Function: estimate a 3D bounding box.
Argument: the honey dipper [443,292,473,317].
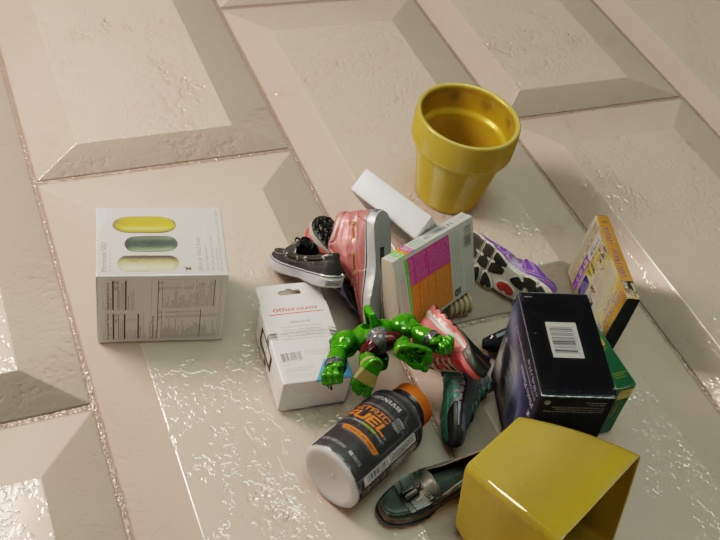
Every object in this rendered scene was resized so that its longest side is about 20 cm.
[{"bbox_3d":[0.098,0.076,1.716,0.197,0.038,0.038,-14,50,-20],"label":"honey dipper"}]

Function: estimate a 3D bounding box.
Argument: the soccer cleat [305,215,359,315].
[{"bbox_3d":[-0.031,0.003,1.737,0.068,0.073,0.201,-26,76,-34],"label":"soccer cleat"}]

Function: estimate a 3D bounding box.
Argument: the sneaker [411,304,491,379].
[{"bbox_3d":[0.134,0.132,1.569,0.087,0.074,0.200,-45,27,1],"label":"sneaker"}]

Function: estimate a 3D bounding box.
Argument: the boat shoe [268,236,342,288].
[{"bbox_3d":[-0.092,-0.022,1.681,0.069,0.068,0.199,0,12,-30],"label":"boat shoe"}]

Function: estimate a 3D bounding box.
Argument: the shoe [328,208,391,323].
[{"bbox_3d":[0.000,0.000,1.671,0.090,0.204,0.071,3,4,35],"label":"shoe"}]

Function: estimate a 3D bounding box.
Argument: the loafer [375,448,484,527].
[{"bbox_3d":[0.110,0.306,1.468,0.197,0.064,0.072,-17,52,-27],"label":"loafer"}]

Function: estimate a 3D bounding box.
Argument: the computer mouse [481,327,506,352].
[{"bbox_3d":[0.288,0.097,1.722,0.198,0.059,0.035,-23,84,-25],"label":"computer mouse"}]

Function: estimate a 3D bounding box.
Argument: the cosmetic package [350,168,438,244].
[{"bbox_3d":[0.077,-0.084,1.759,0.150,0.200,0.052,36,87,22],"label":"cosmetic package"}]

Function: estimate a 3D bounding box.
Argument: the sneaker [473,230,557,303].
[{"bbox_3d":[0.264,0.000,1.816,0.199,0.081,0.083,38,32,14],"label":"sneaker"}]

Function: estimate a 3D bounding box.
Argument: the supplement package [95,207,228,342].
[{"bbox_3d":[-0.317,0.006,1.597,0.196,0.152,0.153,-1,46,-14],"label":"supplement package"}]

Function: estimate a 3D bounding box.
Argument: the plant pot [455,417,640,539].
[{"bbox_3d":[0.244,0.326,1.401,0.175,0.203,0.199,33,47,31],"label":"plant pot"}]

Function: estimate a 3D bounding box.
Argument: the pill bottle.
[{"bbox_3d":[0.020,0.245,1.476,0.106,0.107,0.199,36,48,22],"label":"pill bottle"}]

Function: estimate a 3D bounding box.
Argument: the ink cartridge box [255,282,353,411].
[{"bbox_3d":[-0.097,0.116,1.601,0.114,0.068,0.202,-4,47,-20],"label":"ink cartridge box"}]

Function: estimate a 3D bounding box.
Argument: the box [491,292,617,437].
[{"bbox_3d":[0.286,0.175,1.543,0.121,0.200,0.202,2,45,-7],"label":"box"}]

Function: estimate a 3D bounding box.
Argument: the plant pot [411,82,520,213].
[{"bbox_3d":[0.184,-0.219,1.913,0.197,0.191,0.203,7,44,-7],"label":"plant pot"}]

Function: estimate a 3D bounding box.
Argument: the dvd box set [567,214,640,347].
[{"bbox_3d":[0.421,0.025,1.762,0.029,0.148,0.202,4,44,-12],"label":"dvd box set"}]

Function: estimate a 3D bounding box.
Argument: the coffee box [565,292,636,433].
[{"bbox_3d":[0.361,0.149,1.643,0.043,0.124,0.202,-9,50,-23],"label":"coffee box"}]

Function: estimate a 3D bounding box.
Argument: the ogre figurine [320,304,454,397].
[{"bbox_3d":[0.032,0.114,1.518,0.198,0.099,0.120,-32,28,2],"label":"ogre figurine"}]

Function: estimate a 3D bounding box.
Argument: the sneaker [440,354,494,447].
[{"bbox_3d":[0.174,0.194,1.590,0.086,0.075,0.202,13,44,-7],"label":"sneaker"}]

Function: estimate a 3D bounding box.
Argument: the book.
[{"bbox_3d":[0.116,0.003,1.668,0.048,0.136,0.199,21,37,40],"label":"book"}]
